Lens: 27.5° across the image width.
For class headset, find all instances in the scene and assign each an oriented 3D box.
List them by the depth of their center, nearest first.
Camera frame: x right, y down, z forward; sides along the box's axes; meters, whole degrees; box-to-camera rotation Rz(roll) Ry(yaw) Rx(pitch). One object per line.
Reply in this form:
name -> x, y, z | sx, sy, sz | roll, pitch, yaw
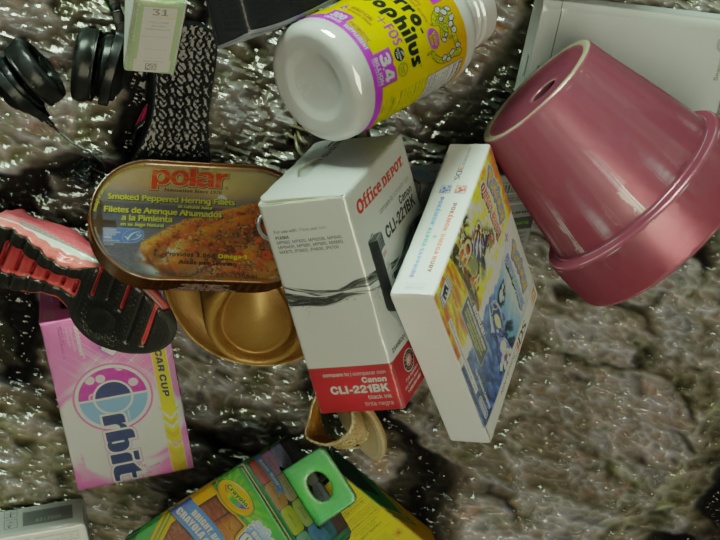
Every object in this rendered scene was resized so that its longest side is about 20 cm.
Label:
headset -> -0.255, -0.170, 1.267 | 0.123, 0.094, 0.200 | -11, 103, -3

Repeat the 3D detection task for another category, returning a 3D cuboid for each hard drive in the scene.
hard drive -> -0.052, -0.273, 1.201 | 0.200, 0.042, 0.135 | -38, 128, -39
hard drive -> 0.248, -0.185, 1.389 | 0.200, 0.027, 0.132 | 3, 116, -15

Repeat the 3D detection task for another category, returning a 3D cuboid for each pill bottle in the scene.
pill bottle -> 0.027, -0.192, 1.247 | 0.200, 0.104, 0.104 | -34, 127, -38

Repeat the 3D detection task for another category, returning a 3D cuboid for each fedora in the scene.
fedora -> -0.095, 0.022, 1.365 | 0.200, 0.082, 0.201 | 0, 122, -1

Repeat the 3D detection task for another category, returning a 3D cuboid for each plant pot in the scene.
plant pot -> 0.215, -0.098, 1.315 | 0.179, 0.200, 0.200 | 43, 101, -12

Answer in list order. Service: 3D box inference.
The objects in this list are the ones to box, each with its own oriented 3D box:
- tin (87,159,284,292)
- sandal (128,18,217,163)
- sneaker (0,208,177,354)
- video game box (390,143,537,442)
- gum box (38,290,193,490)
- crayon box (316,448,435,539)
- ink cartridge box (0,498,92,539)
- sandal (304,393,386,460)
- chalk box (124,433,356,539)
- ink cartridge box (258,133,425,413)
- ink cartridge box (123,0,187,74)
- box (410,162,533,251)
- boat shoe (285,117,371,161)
tin -> -0.137, -0.038, 1.279 | 0.200, 0.042, 0.112 | 3, 73, -17
sandal -> -0.169, -0.125, 1.318 | 0.075, 0.045, 0.200 | 8, 100, -23
sneaker -> -0.245, -0.002, 1.311 | 0.200, 0.087, 0.074 | 30, 116, -3
video game box -> 0.097, 0.021, 1.303 | 0.047, 0.182, 0.200 | 0, 138, 24
gum box -> -0.231, 0.100, 1.399 | 0.113, 0.066, 0.200 | -10, 118, -7
crayon box -> -0.007, 0.293, 1.560 | 0.127, 0.051, 0.200 | -42, 117, 10
ink cartridge box -> -0.348, 0.333, 1.509 | 0.160, 0.047, 0.200 | -9, 124, -9
sandal -> -0.028, 0.135, 1.426 | 0.070, 0.078, 0.212 | -39, 147, -24
chalk box -> -0.100, 0.248, 1.429 | 0.200, 0.124, 0.124 | -35, 85, 20
ink cartridge box -> 0.000, 0.000, 1.263 | 0.084, 0.144, 0.200 | -6, 113, 25
ink cartridge box -> -0.155, -0.265, 1.135 | 0.048, 0.146, 0.200 | 4, 154, -13
box -> 0.087, -0.006, 1.403 | 0.156, 0.041, 0.200 | -9, 121, -35
boat shoe -> -0.028, -0.117, 1.332 | 0.073, 0.075, 0.200 | -24, 118, -1
